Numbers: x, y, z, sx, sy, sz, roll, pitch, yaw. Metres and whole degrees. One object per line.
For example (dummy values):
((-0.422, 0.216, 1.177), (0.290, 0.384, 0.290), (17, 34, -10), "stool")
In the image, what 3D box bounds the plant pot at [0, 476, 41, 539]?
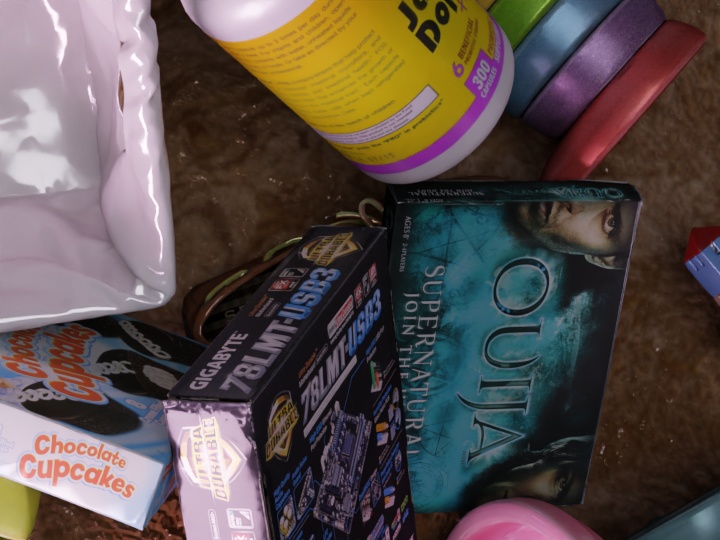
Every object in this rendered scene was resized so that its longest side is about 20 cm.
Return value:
((-0.257, 0.135, 0.965), (0.200, 0.199, 0.182), (20, 97, -9), "plant pot")

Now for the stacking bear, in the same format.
((0.079, -0.151, 1.082), (0.200, 0.114, 0.121), (41, 42, 4), "stacking bear")

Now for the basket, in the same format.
((-0.196, -0.085, 0.951), (0.200, 0.161, 0.199), (-7, 111, -6), "basket")

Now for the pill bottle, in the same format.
((-0.018, -0.133, 0.958), (0.200, 0.104, 0.104), (39, 83, -41), "pill bottle")

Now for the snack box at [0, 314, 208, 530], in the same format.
((-0.131, 0.061, 0.955), (0.116, 0.200, 0.037), (20, 102, 3), "snack box")

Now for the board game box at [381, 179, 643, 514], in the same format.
((0.071, 0.044, 1.071), (0.135, 0.028, 0.200), (-2, 121, -13), "board game box")

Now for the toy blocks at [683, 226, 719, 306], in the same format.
((0.272, -0.005, 1.130), (0.200, 0.100, 0.137), (-39, 87, -19), "toy blocks")

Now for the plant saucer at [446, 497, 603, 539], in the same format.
((0.107, 0.218, 1.053), (0.051, 0.200, 0.201), (-6, 92, -30), "plant saucer")

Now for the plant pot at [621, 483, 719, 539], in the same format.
((0.220, 0.211, 1.077), (0.200, 0.200, 0.188), (-29, 81, -8), "plant pot")

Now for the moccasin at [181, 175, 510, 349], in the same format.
((0.000, -0.002, 1.083), (0.201, 0.078, 0.074), (-15, 94, -10), "moccasin")

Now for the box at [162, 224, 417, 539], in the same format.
((-0.026, 0.106, 0.965), (0.050, 0.200, 0.199), (0, 115, 19), "box")
